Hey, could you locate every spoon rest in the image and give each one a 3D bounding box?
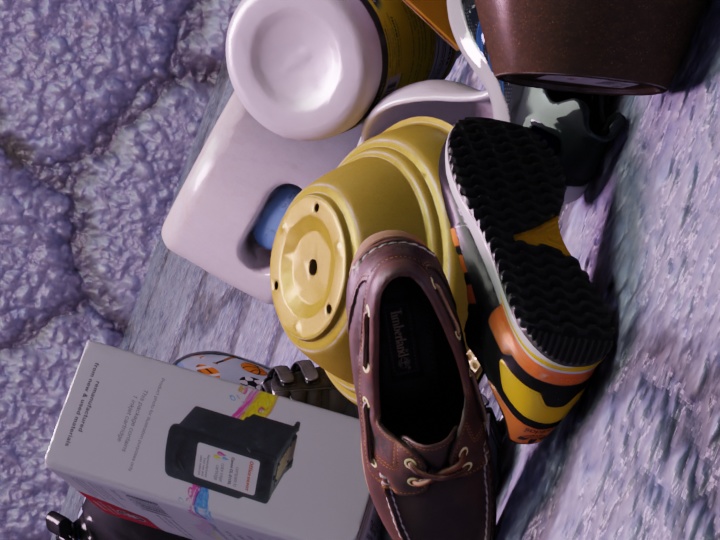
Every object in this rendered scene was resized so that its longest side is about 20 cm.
[{"bbox_3d":[0.076,-0.109,1.660,0.200,0.099,0.061,-44,30,44],"label":"spoon rest"}]

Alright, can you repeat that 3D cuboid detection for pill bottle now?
[{"bbox_3d":[0.000,-0.161,1.769,0.200,0.112,0.113,-28,-33,-60],"label":"pill bottle"}]

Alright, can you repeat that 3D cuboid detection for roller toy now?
[{"bbox_3d":[-0.074,-0.070,2.219,0.183,0.139,0.200,-63,4,-22],"label":"roller toy"}]

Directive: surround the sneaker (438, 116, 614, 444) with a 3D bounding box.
[{"bbox_3d":[0.075,0.004,1.400,0.201,0.070,0.090,-106,30,-44],"label":"sneaker"}]

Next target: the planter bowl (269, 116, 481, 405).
[{"bbox_3d":[0.000,0.000,1.624,0.200,0.083,0.202,-10,78,56],"label":"planter bowl"}]

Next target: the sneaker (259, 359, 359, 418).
[{"bbox_3d":[-0.010,0.062,1.742,0.071,0.099,0.201,139,150,-74],"label":"sneaker"}]

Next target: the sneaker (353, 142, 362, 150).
[{"bbox_3d":[0.021,-0.056,1.775,0.200,0.076,0.105,-56,12,-25],"label":"sneaker"}]

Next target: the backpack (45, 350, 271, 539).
[{"bbox_3d":[-0.100,0.145,1.853,0.155,0.199,0.191,-62,6,18],"label":"backpack"}]

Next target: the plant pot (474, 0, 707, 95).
[{"bbox_3d":[0.126,-0.197,1.367,0.187,0.186,0.201,178,96,-79],"label":"plant pot"}]

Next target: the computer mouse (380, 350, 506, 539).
[{"bbox_3d":[0.051,0.097,1.499,0.141,0.046,0.201,-90,22,-58],"label":"computer mouse"}]

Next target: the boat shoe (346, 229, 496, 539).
[{"bbox_3d":[0.032,0.081,1.381,0.070,0.070,0.201,-119,13,-71],"label":"boat shoe"}]

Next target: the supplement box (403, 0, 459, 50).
[{"bbox_3d":[0.077,-0.281,1.661,0.197,0.133,0.200,-45,18,16],"label":"supplement box"}]

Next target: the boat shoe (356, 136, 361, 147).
[{"bbox_3d":[0.024,-0.075,1.904,0.201,0.070,0.072,-77,9,-46],"label":"boat shoe"}]

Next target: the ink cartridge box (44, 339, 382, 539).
[{"bbox_3d":[-0.071,0.123,1.570,0.146,0.199,0.083,63,-136,-71],"label":"ink cartridge box"}]

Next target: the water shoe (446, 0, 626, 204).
[{"bbox_3d":[0.110,-0.128,1.517,0.079,0.071,0.201,-49,41,34],"label":"water shoe"}]
